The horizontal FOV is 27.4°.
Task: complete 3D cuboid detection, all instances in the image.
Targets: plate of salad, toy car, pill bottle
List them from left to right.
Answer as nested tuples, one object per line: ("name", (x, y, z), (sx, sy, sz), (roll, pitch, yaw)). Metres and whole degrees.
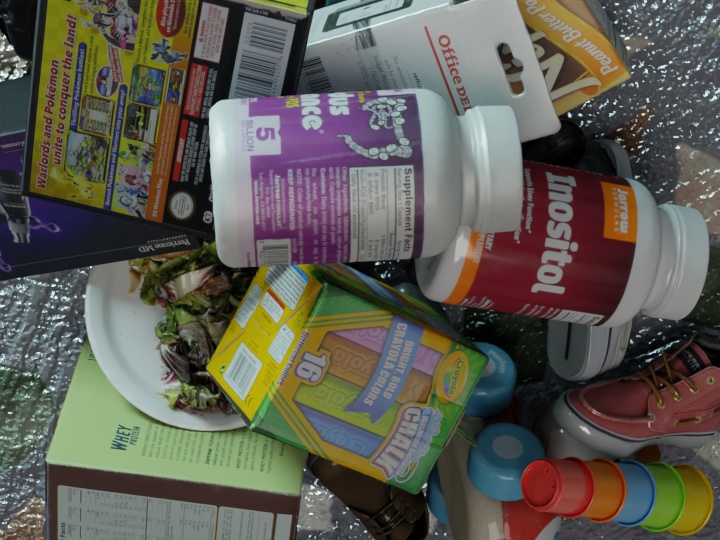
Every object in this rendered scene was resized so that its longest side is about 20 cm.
("plate of salad", (-0.120, 0.027, 1.181), (0.199, 0.202, 0.048), (14, 164, -6))
("pill bottle", (0.003, -0.062, 0.970), (0.198, 0.113, 0.113), (-4, 122, -4))
("toy car", (0.170, 0.171, 1.265), (0.198, 0.178, 0.185), (-4, 133, -9))
("pill bottle", (0.148, -0.020, 1.089), (0.198, 0.113, 0.114), (8, 122, -12))

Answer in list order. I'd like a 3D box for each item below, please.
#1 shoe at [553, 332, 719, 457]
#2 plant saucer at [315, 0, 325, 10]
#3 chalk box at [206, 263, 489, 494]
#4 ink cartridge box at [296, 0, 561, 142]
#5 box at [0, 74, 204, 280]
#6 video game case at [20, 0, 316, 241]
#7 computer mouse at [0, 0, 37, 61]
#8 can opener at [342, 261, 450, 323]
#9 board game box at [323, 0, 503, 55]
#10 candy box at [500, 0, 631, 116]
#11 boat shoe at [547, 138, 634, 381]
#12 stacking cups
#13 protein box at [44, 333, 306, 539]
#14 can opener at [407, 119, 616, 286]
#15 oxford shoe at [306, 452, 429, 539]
("shoe", (0.247, 0.098, 1.227), (0.199, 0.072, 0.091), (5, 125, -43))
("plant saucer", (-0.030, -0.136, 1.151), (0.198, 0.035, 0.202), (1, 123, 2))
("chalk box", (0.008, 0.079, 1.127), (0.199, 0.124, 0.124), (24, 97, -28))
("ink cartridge box", (0.033, -0.135, 1.036), (0.199, 0.068, 0.117), (-12, 121, 21))
("box", (-0.229, -0.076, 1.141), (0.198, 0.079, 0.142), (-9, 134, 19))
("video game case", (-0.137, -0.117, 1.019), (0.179, 0.026, 0.201), (13, 126, -3))
("computer mouse", (-0.214, -0.200, 1.106), (0.199, 0.053, 0.139), (18, 134, -6))
("can opener", (0.000, 0.000, 1.201), (0.066, 0.053, 0.200), (-27, 129, 29))
("board game box", (0.028, -0.134, 1.098), (0.134, 0.028, 0.201), (16, 127, 0))
("candy box", (0.102, -0.203, 1.090), (0.115, 0.055, 0.200), (-27, 117, 22))
("boat shoe", (0.195, -0.011, 1.205), (0.066, 0.073, 0.202), (-9, 115, -40))
("stacking cups", (0.202, 0.180, 1.184), (0.199, 0.061, 0.061), (10, 128, -41))
("protein box", (-0.146, 0.156, 1.238), (0.198, 0.199, 0.136), (8, 125, -2))
("can opener", (0.109, -0.049, 1.179), (0.200, 0.079, 0.063), (-38, 155, 29))
("oxford shoe", (0.018, 0.189, 1.270), (0.072, 0.085, 0.200), (-35, 147, 7))
